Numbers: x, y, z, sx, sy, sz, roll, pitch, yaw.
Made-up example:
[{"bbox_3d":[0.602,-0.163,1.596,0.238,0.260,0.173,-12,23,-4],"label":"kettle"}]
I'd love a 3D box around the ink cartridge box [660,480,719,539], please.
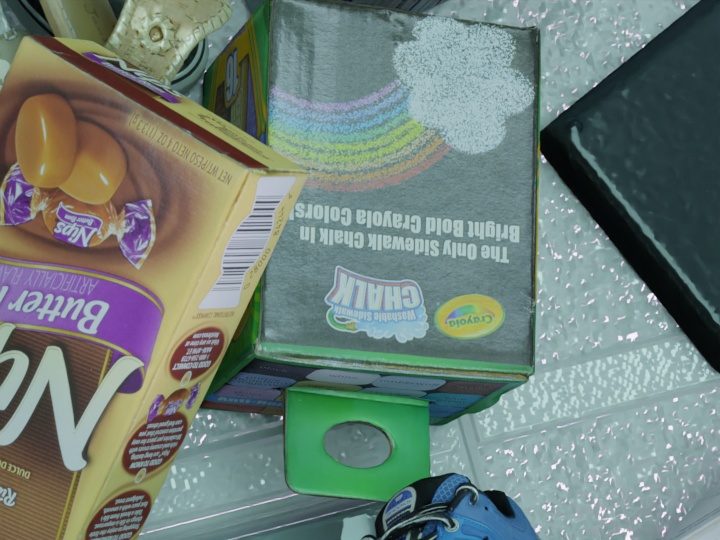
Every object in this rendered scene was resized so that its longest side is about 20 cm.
[{"bbox_3d":[0.232,0.122,1.276,0.145,0.084,0.200,52,45,0],"label":"ink cartridge box"}]

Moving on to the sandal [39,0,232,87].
[{"bbox_3d":[-0.084,-0.093,1.236,0.069,0.078,0.213,-11,116,10],"label":"sandal"}]

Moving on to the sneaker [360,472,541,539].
[{"bbox_3d":[0.022,0.134,1.178,0.078,0.200,0.089,-26,87,23],"label":"sneaker"}]

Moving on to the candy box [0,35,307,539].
[{"bbox_3d":[-0.116,0.022,1.171,0.116,0.056,0.201,30,105,23],"label":"candy box"}]

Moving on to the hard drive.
[{"bbox_3d":[0.197,-0.067,1.374,0.200,0.033,0.140,-39,90,-20],"label":"hard drive"}]

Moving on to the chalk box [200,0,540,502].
[{"bbox_3d":[0.000,0.000,1.258,0.124,0.124,0.201,7,77,-15],"label":"chalk box"}]

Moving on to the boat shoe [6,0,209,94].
[{"bbox_3d":[-0.137,-0.159,1.286,0.071,0.064,0.200,-40,90,-20],"label":"boat shoe"}]

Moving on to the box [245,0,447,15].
[{"bbox_3d":[0.050,-0.190,1.282,0.199,0.184,0.105,-25,86,-20],"label":"box"}]

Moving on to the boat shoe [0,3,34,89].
[{"bbox_3d":[-0.158,-0.070,1.259,0.068,0.075,0.201,-8,90,-18],"label":"boat shoe"}]
